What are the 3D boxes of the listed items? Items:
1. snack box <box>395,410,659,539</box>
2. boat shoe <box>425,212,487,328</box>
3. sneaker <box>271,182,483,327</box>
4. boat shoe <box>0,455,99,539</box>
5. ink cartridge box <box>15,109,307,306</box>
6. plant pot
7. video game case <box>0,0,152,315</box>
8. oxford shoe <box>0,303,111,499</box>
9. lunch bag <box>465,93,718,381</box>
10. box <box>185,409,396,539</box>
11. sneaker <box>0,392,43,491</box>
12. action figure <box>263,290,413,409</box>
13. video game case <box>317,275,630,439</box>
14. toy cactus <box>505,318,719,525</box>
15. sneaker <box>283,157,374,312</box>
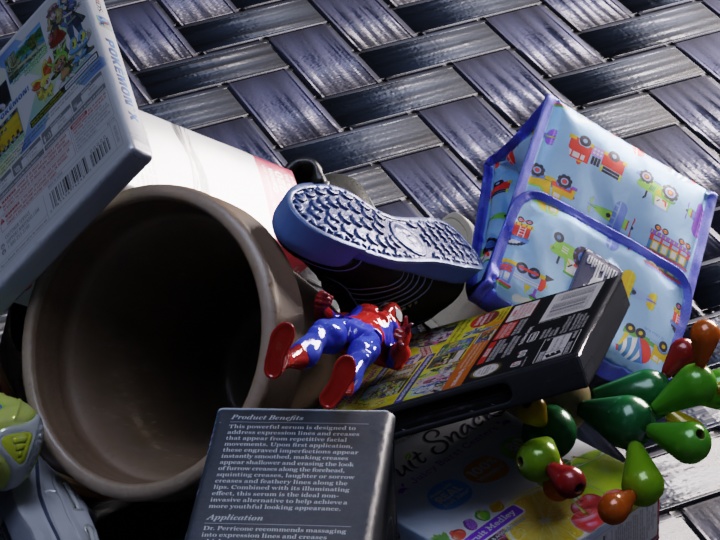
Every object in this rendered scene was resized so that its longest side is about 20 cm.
[{"bbox_3d":[0.071,0.145,1.537,0.142,0.053,0.200,-29,40,-36],"label":"snack box"},{"bbox_3d":[0.087,0.026,1.734,0.063,0.073,0.200,31,17,-24],"label":"boat shoe"},{"bbox_3d":[0.000,0.000,1.565,0.200,0.078,0.070,15,33,-51],"label":"sneaker"},{"bbox_3d":[-0.201,0.170,1.531,0.065,0.074,0.200,19,20,-23],"label":"boat shoe"},{"bbox_3d":[-0.154,-0.029,1.653,0.200,0.146,0.085,19,46,-45],"label":"ink cartridge box"},{"bbox_3d":[-0.091,0.057,1.565,0.200,0.200,0.175,22,2,34],"label":"plant pot"},{"bbox_3d":[-0.223,-0.073,1.578,0.022,0.200,0.182,24,32,-39],"label":"video game case"},{"bbox_3d":[-0.200,0.087,1.639,0.071,0.073,0.200,-21,37,-25],"label":"oxford shoe"},{"bbox_3d":[0.154,-0.001,1.686,0.150,0.094,0.200,29,44,-12],"label":"lunch bag"},{"bbox_3d":[-0.039,0.195,1.373,0.107,0.149,0.200,1,33,7],"label":"box"},{"bbox_3d":[-0.281,0.096,1.546,0.200,0.105,0.076,-13,55,59],"label":"sneaker"},{"bbox_3d":[-0.004,0.042,1.462,0.065,0.052,0.200,23,9,10],"label":"action figure"},{"bbox_3d":[0.071,0.060,1.516,0.181,0.026,0.200,-16,9,17],"label":"video game case"},{"bbox_3d":[0.147,0.084,1.510,0.200,0.102,0.165,-30,31,-37],"label":"toy cactus"},{"bbox_3d":[-0.030,-0.046,1.784,0.075,0.116,0.200,2,34,9],"label":"sneaker"}]
